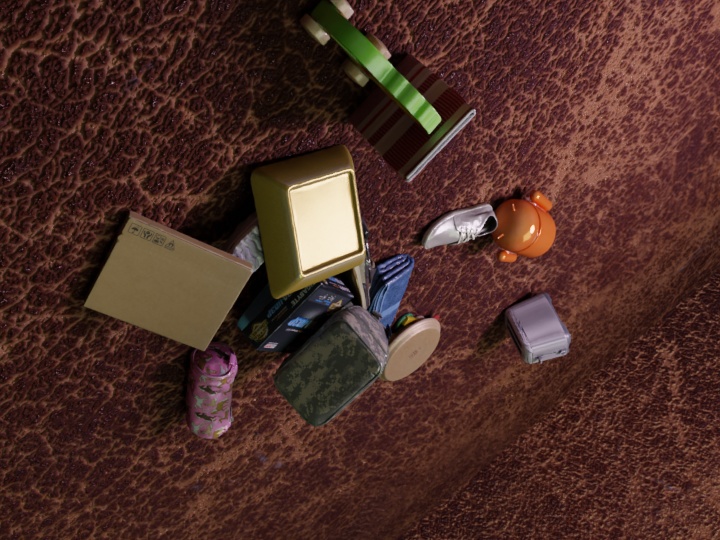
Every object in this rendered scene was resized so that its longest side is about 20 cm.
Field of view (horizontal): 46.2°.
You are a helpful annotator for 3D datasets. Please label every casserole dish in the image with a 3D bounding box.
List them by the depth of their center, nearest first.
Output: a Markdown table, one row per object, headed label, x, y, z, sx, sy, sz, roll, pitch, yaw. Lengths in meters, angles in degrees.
| label | x | y | z | sx | sy | sz | roll | pitch | yaw |
| --- | --- | --- | --- | --- | --- | --- | --- | --- | --- |
| casserole dish | -0.136 | 0.049 | 1.493 | 0.201 | 0.039 | 0.121 | -50 | 163 | 19 |

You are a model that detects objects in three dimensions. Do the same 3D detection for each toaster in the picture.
| label | x | y | z | sx | sy | sz | roll | pitch | yaw |
| --- | --- | --- | --- | --- | --- | --- | --- | --- | --- |
| toaster | 0.469 | 0.152 | 2.267 | 0.127 | 0.203 | 0.114 | -19 | 147 | -4 |

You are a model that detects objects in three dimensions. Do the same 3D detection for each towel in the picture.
| label | x | y | z | sx | sy | sz | roll | pitch | yaw |
| --- | --- | --- | --- | --- | --- | --- | --- | --- | --- |
| towel | 0.073 | -0.229 | 1.258 | 0.144 | 0.201 | 0.023 | -45 | 134 | 8 |
| towel | 0.049 | 0.062 | 1.744 | 0.111 | 0.048 | 0.202 | -29 | 149 | -41 |

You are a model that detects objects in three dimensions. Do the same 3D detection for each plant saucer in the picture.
| label | x | y | z | sx | sy | sz | roll | pitch | yaw |
| --- | --- | --- | --- | --- | --- | --- | --- | --- | --- |
| plant saucer | -0.066 | -0.077 | 1.316 | 0.198 | 0.048 | 0.204 | -22 | 110 | -39 |

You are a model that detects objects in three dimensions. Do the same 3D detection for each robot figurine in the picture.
| label | x | y | z | sx | sy | sz | roll | pitch | yaw |
| --- | --- | --- | --- | --- | --- | --- | --- | --- | --- |
| robot figurine | 0.359 | -0.095 | 1.863 | 0.142 | 0.119 | 0.199 | -25 | 161 | 29 |

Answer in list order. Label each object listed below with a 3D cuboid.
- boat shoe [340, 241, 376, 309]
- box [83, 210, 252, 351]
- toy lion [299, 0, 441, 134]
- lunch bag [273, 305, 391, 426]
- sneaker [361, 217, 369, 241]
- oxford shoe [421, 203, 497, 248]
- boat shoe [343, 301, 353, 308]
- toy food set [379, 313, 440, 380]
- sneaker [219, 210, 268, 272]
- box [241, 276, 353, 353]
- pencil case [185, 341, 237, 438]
| label | x | y | z | sx | sy | sz | roll | pitch | yaw |
| --- | --- | --- | --- | --- | --- | --- | --- | --- | --- |
| boat shoe | 0.000 | 0.000 | 1.580 | 0.064 | 0.073 | 0.202 | -32 | 143 | -18 |
| box | -0.280 | 0.021 | 1.232 | 0.197 | 0.021 | 0.165 | 24 | 114 | -26 |
| toy lion | 0.028 | -0.271 | 1.152 | 0.069 | 0.192 | 0.199 | -45 | 150 | 8 |
| lunch bag | -0.042 | 0.162 | 1.545 | 0.200 | 0.140 | 0.168 | -43 | -176 | 14 |
| sneaker | -0.068 | -0.050 | 1.418 | 0.198 | 0.098 | 0.072 | -24 | 148 | -27 |
| oxford shoe | 0.211 | -0.086 | 1.753 | 0.197 | 0.058 | 0.076 | -20 | 147 | -31 |
| boat shoe | -0.056 | 0.114 | 1.676 | 0.200 | 0.066 | 0.072 | -42 | 148 | -3 |
| toy food set | 0.112 | 0.180 | 1.986 | 0.199 | 0.049 | 0.199 | -51 | 149 | 14 |
| sneaker | -0.152 | -0.076 | 1.323 | 0.200 | 0.081 | 0.076 | -44 | 123 | -29 |
| box | -0.104 | 0.073 | 1.475 | 0.159 | 0.046 | 0.200 | -44 | 164 | 5 |
| pencil case | -0.271 | 0.219 | 1.535 | 0.085 | 0.083 | 0.202 | -21 | 144 | -31 |
